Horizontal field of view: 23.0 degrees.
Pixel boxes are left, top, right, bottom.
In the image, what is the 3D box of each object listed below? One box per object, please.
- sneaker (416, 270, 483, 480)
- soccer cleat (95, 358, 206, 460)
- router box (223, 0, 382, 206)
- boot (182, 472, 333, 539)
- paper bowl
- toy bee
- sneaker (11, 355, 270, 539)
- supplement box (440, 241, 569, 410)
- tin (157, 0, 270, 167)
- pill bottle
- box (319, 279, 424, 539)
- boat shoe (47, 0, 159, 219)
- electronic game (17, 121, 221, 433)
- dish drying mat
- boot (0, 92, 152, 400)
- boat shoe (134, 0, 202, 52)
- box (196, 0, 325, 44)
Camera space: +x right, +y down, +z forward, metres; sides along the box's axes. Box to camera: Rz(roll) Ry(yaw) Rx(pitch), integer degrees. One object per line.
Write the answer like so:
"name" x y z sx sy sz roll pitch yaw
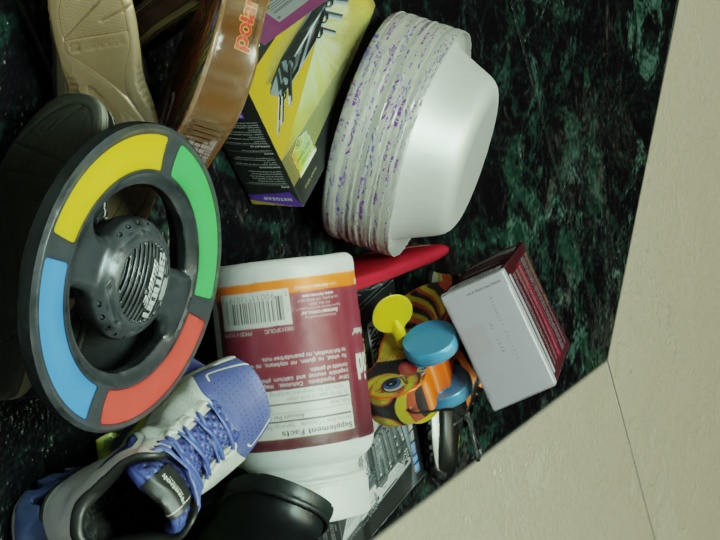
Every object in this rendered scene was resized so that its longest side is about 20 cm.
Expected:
"sneaker" 0.099 0.096 1.636 0.070 0.090 0.200 111 -18 -66
"soccer cleat" -0.161 0.154 1.267 0.084 0.065 0.200 19 78 -30
"router box" -0.055 -0.175 1.413 0.200 0.052 0.157 -64 145 -35
"boot" -0.100 0.244 1.256 0.076 0.200 0.168 28 60 -19
"paper bowl" 0.049 -0.109 1.492 0.201 0.104 0.201 18 90 -81
"toy bee" 0.035 0.083 1.472 0.200 0.109 0.131 -77 154 -74
"sneaker" -0.127 0.138 1.183 0.199 0.115 0.081 -35 105 -29
"supplement box" 0.129 0.045 1.536 0.109 0.061 0.200 65 13 -2
"tin" -0.106 -0.127 1.210 0.200 0.042 0.112 136 -29 -63
"pill bottle" -0.050 0.091 1.360 0.114 0.114 0.200 -7 91 -61
"box" -0.012 0.126 1.524 0.158 0.050 0.200 -41 128 -53
"boat shoe" -0.172 -0.120 1.191 0.065 0.072 0.200 -101 -175 -60
"electronic game" -0.149 0.005 1.123 0.200 0.042 0.200 -31 127 -55
"dish drying mat" 0.000 0.000 1.507 0.200 0.077 0.018 -17 103 -60
"boot" -0.180 -0.004 1.181 0.154 0.073 0.204 23 82 -59
"boat shoe" -0.117 -0.232 1.294 0.068 0.072 0.200 46 54 -11
"box" -0.084 -0.294 1.226 0.176 0.097 0.200 31 61 -22
